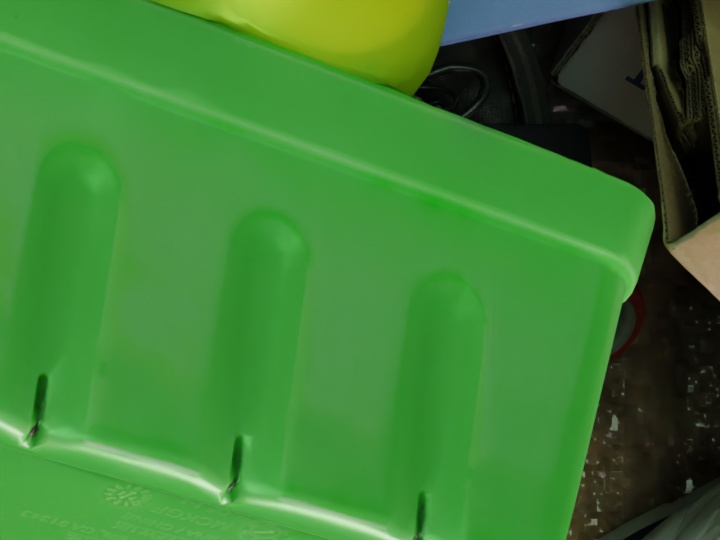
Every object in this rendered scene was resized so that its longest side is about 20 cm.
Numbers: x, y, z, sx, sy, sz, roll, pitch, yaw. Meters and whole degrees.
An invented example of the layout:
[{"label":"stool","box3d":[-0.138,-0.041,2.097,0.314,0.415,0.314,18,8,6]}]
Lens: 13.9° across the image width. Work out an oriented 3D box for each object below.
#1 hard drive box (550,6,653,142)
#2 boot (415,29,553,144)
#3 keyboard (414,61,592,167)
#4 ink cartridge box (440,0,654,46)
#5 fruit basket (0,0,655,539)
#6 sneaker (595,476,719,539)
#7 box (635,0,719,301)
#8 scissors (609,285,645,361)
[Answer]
[{"label":"hard drive box","box3d":[0.167,-0.097,0.782,0.155,0.200,0.077,29,42,-8]},{"label":"boot","box3d":[-0.058,-0.064,0.802,0.174,0.069,0.200,-35,112,0]},{"label":"keyboard","box3d":[-0.036,-0.009,0.781,0.199,0.104,0.040,-2,53,-14]},{"label":"ink cartridge box","box3d":[0.035,-0.131,0.696,0.199,0.076,0.137,-10,111,26]},{"label":"fruit basket","box3d":[-0.043,-0.027,0.643,0.215,0.155,0.217,19,53,-28]},{"label":"sneaker","box3d":[0.148,0.065,0.835,0.200,0.080,0.077,-39,94,-16]},{"label":"box","box3d":[0.138,0.015,0.727,0.021,0.164,0.200,-35,114,21]},{"label":"scissors","box3d":[0.000,0.000,0.776,0.073,0.014,0.200,-45,137,18]}]
